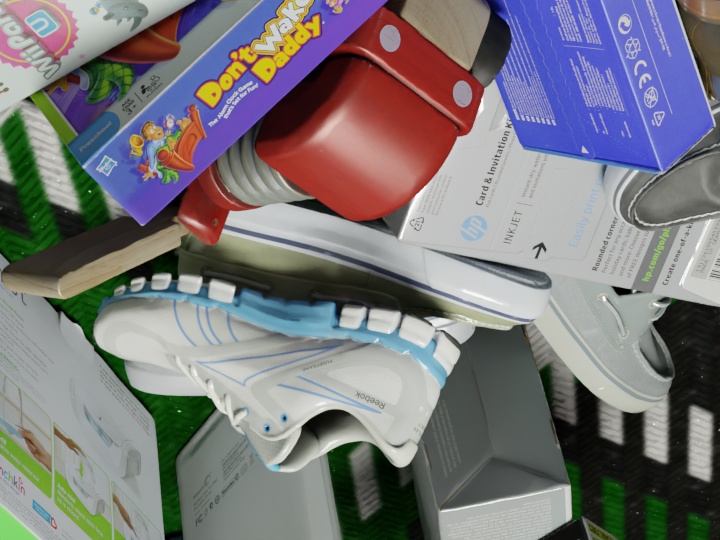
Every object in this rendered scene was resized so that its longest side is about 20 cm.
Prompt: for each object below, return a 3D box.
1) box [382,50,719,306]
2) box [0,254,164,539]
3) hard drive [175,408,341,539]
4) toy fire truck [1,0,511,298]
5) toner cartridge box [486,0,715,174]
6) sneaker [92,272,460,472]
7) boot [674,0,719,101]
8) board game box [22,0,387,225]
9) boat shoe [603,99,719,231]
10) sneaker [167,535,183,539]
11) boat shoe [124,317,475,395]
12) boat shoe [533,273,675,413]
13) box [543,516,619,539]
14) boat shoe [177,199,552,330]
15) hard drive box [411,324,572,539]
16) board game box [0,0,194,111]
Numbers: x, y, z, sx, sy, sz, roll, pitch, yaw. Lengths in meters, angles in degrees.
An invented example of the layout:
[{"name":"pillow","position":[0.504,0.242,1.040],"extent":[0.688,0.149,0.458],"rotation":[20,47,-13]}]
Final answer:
[{"name":"box","position":[0.127,-0.072,1.038],"extent":[0.200,0.041,0.156],"rotation":[10,112,-23]},{"name":"box","position":[-0.192,0.111,1.107],"extent":[0.097,0.177,0.200],"rotation":[-24,137,13]},{"name":"hard drive","position":[-0.059,0.154,1.163],"extent":[0.026,0.200,0.132],"rotation":[18,131,-29]},{"name":"toy fire truck","position":[-0.053,-0.055,0.909],"extent":[0.129,0.200,0.176],"rotation":[34,157,-35]},{"name":"toner cartridge box","position":[0.085,-0.142,0.909],"extent":[0.043,0.095,0.200],"rotation":[-40,123,-25]},{"name":"sneaker","position":[-0.054,0.057,1.039],"extent":[0.200,0.087,0.075],"rotation":[7,159,22]},{"name":"boot","position":[0.241,-0.125,0.917],"extent":[0.200,0.075,0.097],"rotation":[-4,148,7]},{"name":"board game box","position":[-0.056,-0.130,0.856],"extent":[0.200,0.134,0.045],"rotation":[-43,133,1]},{"name":"boat shoe","position":[0.214,-0.059,0.979],"extent":[0.200,0.066,0.070],"rotation":[-22,137,16]},{"name":"sneaker","position":[-0.168,0.238,1.326],"extent":[0.199,0.071,0.083],"rotation":[-19,131,4]},{"name":"boat shoe","position":[-0.037,0.017,1.130],"extent":[0.200,0.074,0.067],"rotation":[-11,113,-2]},{"name":"boat shoe","position":[0.139,0.011,1.144],"extent":[0.071,0.070,0.201],"rotation":[-25,133,23]},{"name":"box","position":[0.081,0.221,1.156],"extent":[0.200,0.035,0.110],"rotation":[-35,134,22]},{"name":"boat shoe","position":[0.000,0.000,1.069],"extent":[0.200,0.072,0.062],"rotation":[16,105,6]},{"name":"hard drive box","position":[0.074,0.132,1.200],"extent":[0.077,0.156,0.200],"rotation":[-10,139,-2]},{"name":"board game box","position":[-0.134,-0.155,0.853],"extent":[0.200,0.148,0.064],"rotation":[-28,136,18]}]
